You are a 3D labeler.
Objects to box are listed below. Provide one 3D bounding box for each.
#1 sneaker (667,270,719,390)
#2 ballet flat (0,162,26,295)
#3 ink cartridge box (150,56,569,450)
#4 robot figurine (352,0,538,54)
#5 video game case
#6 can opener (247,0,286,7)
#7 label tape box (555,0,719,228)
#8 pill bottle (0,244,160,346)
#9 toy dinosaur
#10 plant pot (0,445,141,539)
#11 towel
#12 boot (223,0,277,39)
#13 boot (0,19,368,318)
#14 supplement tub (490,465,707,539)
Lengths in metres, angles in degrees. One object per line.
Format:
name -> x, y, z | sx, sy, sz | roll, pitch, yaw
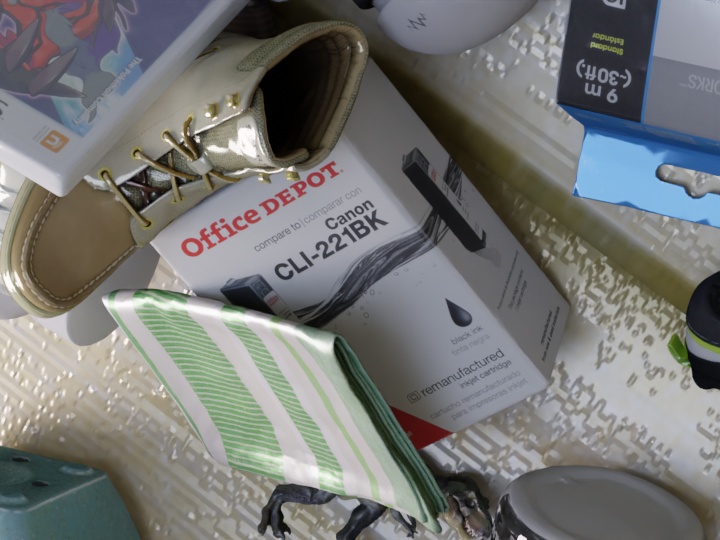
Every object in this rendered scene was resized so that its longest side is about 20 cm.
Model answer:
sneaker -> 0.266, 0.060, 1.345 | 0.200, 0.072, 0.083 | 23, 139, 18
ballet flat -> -0.176, -0.082, 1.382 | 0.072, 0.072, 0.200 | 25, 95, 16
ink cartridge box -> 0.000, 0.000, 1.394 | 0.144, 0.084, 0.200 | -29, 112, 29
robot figurine -> 0.022, -0.212, 1.329 | 0.125, 0.150, 0.200 | -40, 86, 9
video game case -> -0.171, -0.150, 1.317 | 0.182, 0.200, 0.023 | 30, 147, 15
can opener -> -0.105, -0.206, 1.417 | 0.200, 0.053, 0.067 | 23, 137, 25
label tape box -> 0.184, -0.113, 1.316 | 0.143, 0.066, 0.200 | 15, 111, 20
pill bottle -> -0.225, -0.040, 1.489 | 0.200, 0.120, 0.120 | 31, 117, 21
toy dinosaur -> -0.012, 0.132, 1.499 | 0.200, 0.047, 0.088 | 27, 101, 16
plant pot -> -0.242, 0.219, 1.558 | 0.195, 0.196, 0.200 | 12, 103, 22
towel -> -0.049, 0.075, 1.391 | 0.200, 0.023, 0.153 | 13, 143, 46
boot -> -0.125, -0.109, 1.465 | 0.200, 0.070, 0.147 | 19, 121, 26
boot -> -0.093, -0.056, 1.302 | 0.072, 0.200, 0.155 | 50, 154, -25
supplement tub -> 0.121, 0.224, 1.420 | 0.122, 0.122, 0.200 | 19, 114, 19
